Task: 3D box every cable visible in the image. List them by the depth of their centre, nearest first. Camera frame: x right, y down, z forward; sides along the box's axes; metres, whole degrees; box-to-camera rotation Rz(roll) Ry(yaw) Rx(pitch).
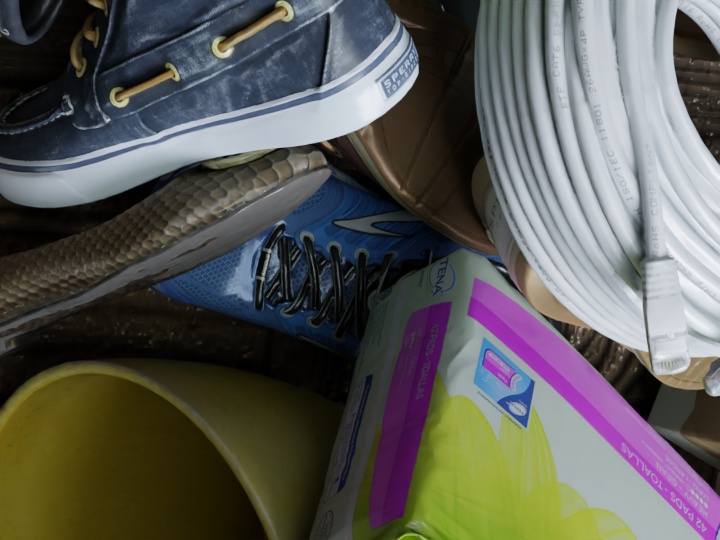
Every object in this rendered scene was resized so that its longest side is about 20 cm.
[{"bbox_3d":[0.130,-0.066,0.714,0.199,0.069,0.202,-19,93,-38],"label":"cable"}]

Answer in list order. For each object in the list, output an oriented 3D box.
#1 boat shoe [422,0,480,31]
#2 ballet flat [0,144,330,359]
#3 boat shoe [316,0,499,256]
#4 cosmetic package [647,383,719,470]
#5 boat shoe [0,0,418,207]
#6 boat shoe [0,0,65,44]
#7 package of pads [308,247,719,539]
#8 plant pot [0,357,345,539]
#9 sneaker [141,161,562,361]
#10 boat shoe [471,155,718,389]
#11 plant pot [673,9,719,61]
[{"bbox_3d":[0.065,-0.087,0.843,0.061,0.073,0.201,-9,130,27],"label":"boat shoe"},{"bbox_3d":[-0.101,-0.011,0.753,0.199,0.067,0.047,-25,82,25],"label":"ballet flat"},{"bbox_3d":[-0.003,-0.082,0.797,0.200,0.072,0.072,38,82,-23],"label":"boat shoe"},{"bbox_3d":[0.228,0.052,0.863,0.071,0.199,0.106,29,79,-29],"label":"cosmetic package"},{"bbox_3d":[-0.076,-0.087,0.714,0.091,0.199,0.071,60,40,-24],"label":"boat shoe"},{"bbox_3d":[-0.099,-0.147,0.650,0.062,0.200,0.075,39,49,0],"label":"boat shoe"},{"bbox_3d":[0.072,0.113,0.743,0.068,0.155,0.200,-30,119,34],"label":"package of pads"},{"bbox_3d":[-0.046,0.125,0.803,0.141,0.199,0.202,-11,115,-46],"label":"plant pot"},{"bbox_3d":[0.000,0.000,0.818,0.198,0.089,0.079,10,104,-24],"label":"sneaker"},{"bbox_3d":[0.115,-0.007,0.811,0.074,0.069,0.199,-47,143,13],"label":"boat shoe"},{"bbox_3d":[0.142,-0.194,0.807,0.199,0.093,0.203,-9,112,-21],"label":"plant pot"}]
